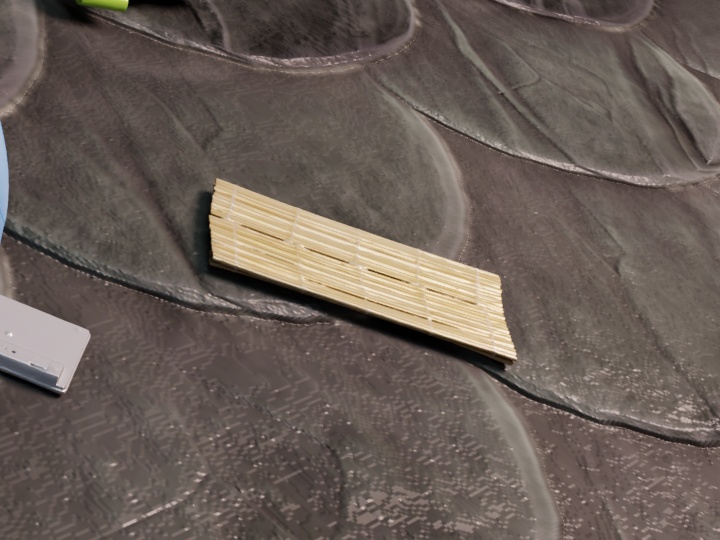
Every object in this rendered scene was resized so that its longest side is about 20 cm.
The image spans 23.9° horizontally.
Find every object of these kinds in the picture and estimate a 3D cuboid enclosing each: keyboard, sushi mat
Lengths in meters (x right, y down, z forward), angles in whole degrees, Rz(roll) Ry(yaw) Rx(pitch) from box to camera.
[{"bbox_3d":[-0.232,0.008,0.842,0.199,0.011,0.056,23,24,-7],"label":"keyboard"},{"bbox_3d":[0.000,0.000,1.036,0.199,0.012,0.096,19,31,-13],"label":"sushi mat"}]

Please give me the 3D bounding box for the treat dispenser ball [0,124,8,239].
[{"bbox_3d":[-0.246,-0.036,0.699,0.199,0.202,0.201,20,29,-11],"label":"treat dispenser ball"}]

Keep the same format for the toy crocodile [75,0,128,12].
[{"bbox_3d":[-0.213,-0.246,1.233,0.067,0.062,0.201,2,41,-35],"label":"toy crocodile"}]
